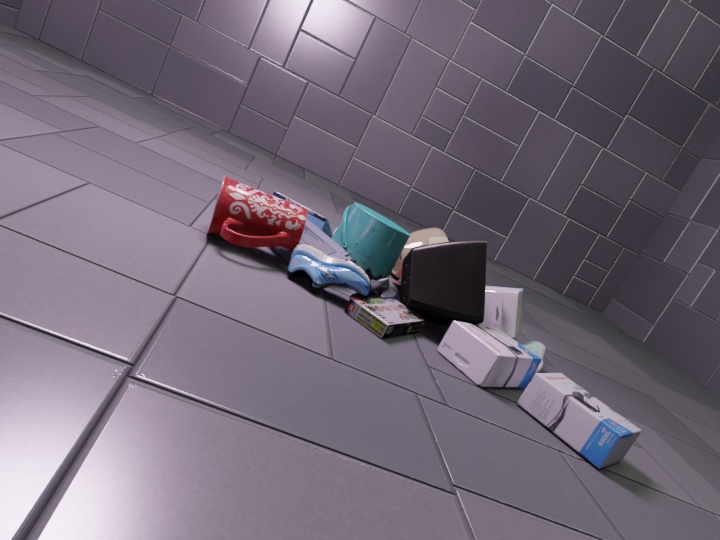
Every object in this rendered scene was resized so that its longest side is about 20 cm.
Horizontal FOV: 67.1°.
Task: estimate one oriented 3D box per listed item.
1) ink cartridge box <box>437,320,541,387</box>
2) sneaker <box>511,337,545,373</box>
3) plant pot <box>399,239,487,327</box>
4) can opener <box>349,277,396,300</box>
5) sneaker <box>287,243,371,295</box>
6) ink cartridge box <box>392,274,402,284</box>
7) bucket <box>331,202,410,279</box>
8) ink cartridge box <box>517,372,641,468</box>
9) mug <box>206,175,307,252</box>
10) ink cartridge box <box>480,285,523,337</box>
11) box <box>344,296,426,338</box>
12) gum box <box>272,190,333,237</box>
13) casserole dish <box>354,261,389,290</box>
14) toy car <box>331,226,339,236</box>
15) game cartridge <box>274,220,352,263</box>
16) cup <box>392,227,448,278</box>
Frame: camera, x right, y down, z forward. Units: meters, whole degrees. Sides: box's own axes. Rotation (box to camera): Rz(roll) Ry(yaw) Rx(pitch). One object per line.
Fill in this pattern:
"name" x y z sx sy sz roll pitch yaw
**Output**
"ink cartridge box" 0.295 0.192 1.238 0.200 0.084 0.145 13 19 -46
"sneaker" 0.424 0.206 1.450 0.118 0.074 0.200 36 17 8
"plant pot" 0.197 0.033 1.352 0.177 0.200 0.200 6 -12 -6
"can opener" 0.041 0.056 1.330 0.067 0.053 0.200 30 14 15
"sneaker" -0.071 0.019 1.209 0.200 0.090 0.078 20 -26 10
"ink cartridge box" 0.192 0.032 1.565 0.161 0.050 0.200 10 5 -12
"bucket" 0.025 -0.083 1.463 0.207 0.135 0.207 30 10 -5
"ink cartridge box" 0.451 0.302 1.123 0.145 0.084 0.200 12 20 -48
"mug" -0.235 -0.101 1.227 0.200 0.133 0.178 17 58 -18
"ink cartridge box" 0.384 0.113 1.528 0.125 0.129 0.200 5 2 22
"box" 0.061 0.103 1.228 0.110 0.035 0.200 34 15 27
"gum box" -0.170 -0.148 1.584 0.170 0.045 0.200 28 -6 5
"casserole dish" 0.000 0.000 1.500 0.200 0.039 0.121 21 15 -30
"toy car" 0.015 -0.107 1.691 0.175 0.150 0.200 28 13 4
"game cartridge" -0.133 -0.057 1.337 0.133 0.042 0.200 -25 52 -34
"cup" 0.172 -0.036 1.702 0.143 0.201 0.200 0 24 -23
